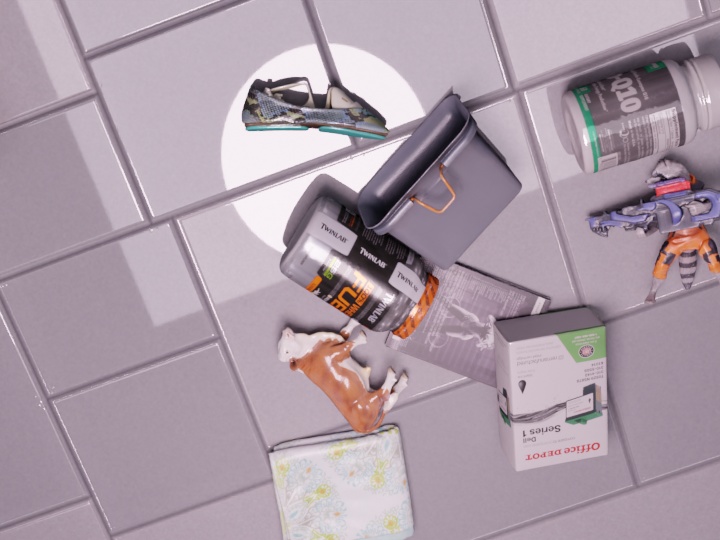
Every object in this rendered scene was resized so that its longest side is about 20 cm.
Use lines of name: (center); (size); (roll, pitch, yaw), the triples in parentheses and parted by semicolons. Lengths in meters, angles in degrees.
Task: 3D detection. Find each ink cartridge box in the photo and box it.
ink cartridge box: (0.269, 0.167, 1.712); (0.144, 0.084, 0.203); (-9, 110, -7)

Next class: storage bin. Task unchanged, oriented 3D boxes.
storage bin: (0.115, -0.103, 1.614); (0.134, 0.146, 0.200); (37, 103, -23)

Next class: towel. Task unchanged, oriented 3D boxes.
towel: (-0.028, 0.324, 1.783); (0.196, 0.048, 0.174); (-9, 108, 1)

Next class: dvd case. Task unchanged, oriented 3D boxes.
dvd case: (0.151, 0.073, 1.726); (0.197, 0.016, 0.151); (21, 105, -7)

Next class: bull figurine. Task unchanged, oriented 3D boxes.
bull figurine: (-0.025, 0.136, 1.713); (0.121, 0.065, 0.201); (-37, 106, 13)

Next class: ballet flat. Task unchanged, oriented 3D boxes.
ballet flat: (-0.058, -0.212, 1.606); (0.196, 0.074, 0.076); (4, 108, -6)

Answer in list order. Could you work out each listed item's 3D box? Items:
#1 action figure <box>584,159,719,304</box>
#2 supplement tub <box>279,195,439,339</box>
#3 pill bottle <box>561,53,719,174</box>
action figure: (0.416, -0.056, 1.672); (0.197, 0.104, 0.197); (-2, 102, 25)
supplement tub: (0.000, 0.000, 1.639); (0.198, 0.123, 0.123); (32, 104, -8)
pill bottle: (0.372, -0.208, 1.594); (0.197, 0.113, 0.115); (-17, 108, 3)
